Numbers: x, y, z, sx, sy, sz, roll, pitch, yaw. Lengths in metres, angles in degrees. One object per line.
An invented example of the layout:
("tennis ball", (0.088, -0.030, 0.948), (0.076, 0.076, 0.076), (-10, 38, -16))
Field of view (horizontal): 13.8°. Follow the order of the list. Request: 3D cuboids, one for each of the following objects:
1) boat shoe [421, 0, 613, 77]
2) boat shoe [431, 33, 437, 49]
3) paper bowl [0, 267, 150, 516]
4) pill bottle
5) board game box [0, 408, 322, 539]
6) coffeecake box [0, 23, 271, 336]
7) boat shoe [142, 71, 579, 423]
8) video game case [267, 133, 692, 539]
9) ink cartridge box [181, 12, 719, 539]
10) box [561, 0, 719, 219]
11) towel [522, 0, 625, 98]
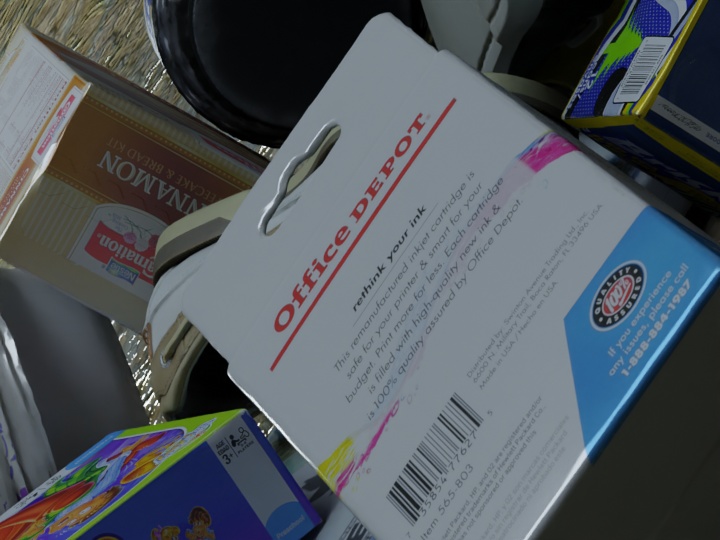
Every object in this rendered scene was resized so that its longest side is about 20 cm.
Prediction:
("boat shoe", (0.052, -0.103, 0.943), (0.060, 0.074, 0.200), (-22, -6, -6))
("boat shoe", (0.059, -0.181, 1.193), (0.073, 0.063, 0.200), (58, -145, -69))
("paper bowl", (-0.132, 0.080, 1.140), (0.104, 0.201, 0.201), (-19, 15, -9))
("pill bottle", (-0.032, -0.109, 1.224), (0.112, 0.112, 0.200), (-58, 9, 4))
("board game box", (-0.122, 0.122, 0.945), (0.200, 0.045, 0.134), (-37, 8, -23))
("coffeecake box", (-0.070, -0.019, 1.146), (0.073, 0.153, 0.200), (-60, 17, 3))
("boat shoe", (0.000, 0.000, 0.960), (0.200, 0.075, 0.069), (-30, 45, 49))
("video game case", (0.033, 0.020, 0.972), (0.200, 0.022, 0.182), (-56, 15, -13))
("ink cartridge box", (0.038, 0.018, 0.824), (0.115, 0.068, 0.200), (-55, 35, 6))
("box", (0.140, -0.112, 0.847), (0.200, 0.070, 0.064), (-61, 15, -6))
("towel", (0.073, -0.107, 1.070), (0.144, 0.023, 0.200), (-28, 27, 58))
